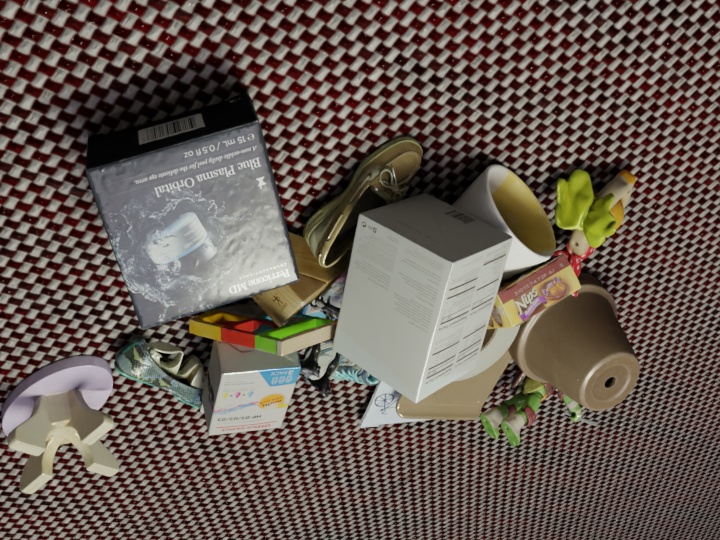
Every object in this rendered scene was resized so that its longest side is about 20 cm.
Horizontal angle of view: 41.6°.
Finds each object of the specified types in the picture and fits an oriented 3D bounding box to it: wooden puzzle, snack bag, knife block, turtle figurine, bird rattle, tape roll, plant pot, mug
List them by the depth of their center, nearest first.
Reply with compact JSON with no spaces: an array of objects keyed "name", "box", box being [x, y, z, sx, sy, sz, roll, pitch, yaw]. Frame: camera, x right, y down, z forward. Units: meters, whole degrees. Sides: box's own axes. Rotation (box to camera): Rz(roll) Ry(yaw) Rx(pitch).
[{"name":"knife block","box":[-0.125,-0.023,1.271,0.064,0.176,0.200,-43,176,37]},{"name":"mug","box":[0.183,-0.036,1.343,0.185,0.151,0.152,27,130,-36]},{"name":"bird rattle","box":[0.350,-0.062,1.412,0.162,0.112,0.202,-39,148,-22]},{"name":"tape roll","box":[0.166,0.089,1.522,0.199,0.037,0.206,-14,127,-19]},{"name":"plant pot","box":[0.367,0.132,1.561,0.197,0.175,0.203,-12,125,-18]},{"name":"wooden puzzle","box":[0.167,0.169,1.630,0.182,0.037,0.202,5,122,-30]},{"name":"snack bag","box":[0.105,0.206,1.680,0.185,0.022,0.202,-2,135,-25]},{"name":"turtle figurine","box":[0.326,0.259,1.727,0.192,0.144,0.202,-32,141,-23]}]

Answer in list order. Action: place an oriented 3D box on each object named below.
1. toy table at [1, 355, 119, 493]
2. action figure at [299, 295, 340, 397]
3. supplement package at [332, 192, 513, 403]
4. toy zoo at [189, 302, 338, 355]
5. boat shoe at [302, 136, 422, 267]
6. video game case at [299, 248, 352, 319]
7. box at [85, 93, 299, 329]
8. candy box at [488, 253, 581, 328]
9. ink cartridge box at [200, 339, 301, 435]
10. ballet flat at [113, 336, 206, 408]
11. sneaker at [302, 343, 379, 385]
[{"name":"toy table","box":[-0.433,0.227,1.375,0.182,0.118,0.200,19,126,-40]},{"name":"action figure","box":[-0.022,0.077,1.384,0.201,0.102,0.119,-51,131,-5]},{"name":"supplement package","box":[0.079,0.031,1.245,0.150,0.150,0.203,-20,131,-48]},{"name":"toy zoo","box":[-0.141,0.075,1.299,0.130,0.197,0.021,-15,110,-54]},{"name":"boat shoe","box":[0.010,-0.089,1.244,0.200,0.063,0.073,-41,137,8]},{"name":"video game case","box":[0.000,0.000,1.393,0.141,0.018,0.202,-1,138,-26]},{"name":"box","box":[-0.189,-0.069,1.085,0.193,0.118,0.203,-17,117,-7]},{"name":"candy box","box":[0.220,0.035,1.364,0.115,0.057,0.200,-29,180,-12]},{"name":"ink cartridge box","box":[-0.162,0.173,1.363,0.113,0.069,0.202,-3,142,-20]},{"name":"ballet flat","box":[-0.272,0.150,1.405,0.074,0.075,0.199,-35,143,17]},{"name":"sneaker","box":[-0.011,0.143,1.491,0.198,0.088,0.077,-29,144,24]}]
